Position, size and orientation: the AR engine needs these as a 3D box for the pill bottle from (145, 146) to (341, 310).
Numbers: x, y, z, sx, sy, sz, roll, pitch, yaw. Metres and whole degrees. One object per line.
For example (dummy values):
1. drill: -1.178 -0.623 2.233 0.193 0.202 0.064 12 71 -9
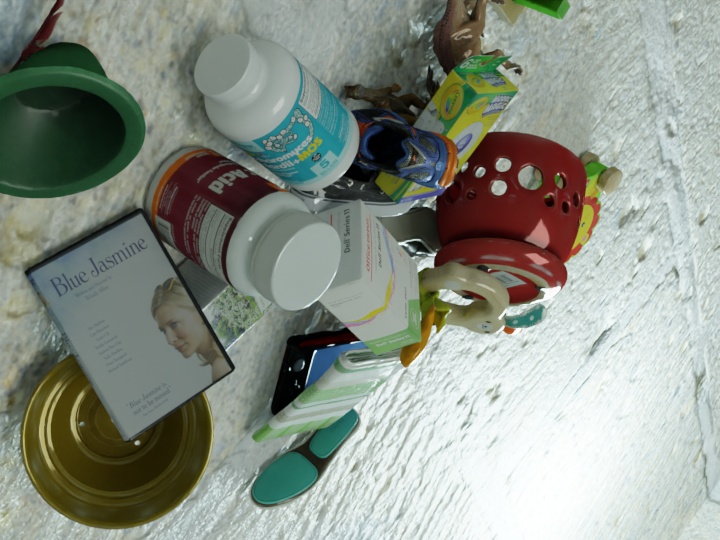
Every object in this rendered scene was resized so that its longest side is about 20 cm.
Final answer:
1. pill bottle: -0.122 -0.044 1.185 0.114 0.199 0.115 -30 135 -35

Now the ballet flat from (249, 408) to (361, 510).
1. ballet flat: -0.072 0.270 1.590 0.200 0.069 0.070 -42 141 -26

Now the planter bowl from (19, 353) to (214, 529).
1. planter bowl: -0.262 0.169 1.229 0.199 0.083 0.202 -2 97 -15

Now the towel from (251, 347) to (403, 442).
1. towel: -0.037 0.157 1.482 0.149 0.031 0.200 -2 148 -50

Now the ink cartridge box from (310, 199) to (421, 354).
1. ink cartridge box: 0.000 0.000 1.346 0.200 0.067 0.118 45 35 -48

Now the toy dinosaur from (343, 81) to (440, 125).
1. toy dinosaur: 0.052 -0.194 1.421 0.200 0.106 0.061 39 52 -51

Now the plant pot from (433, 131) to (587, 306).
1. plant pot: 0.196 -0.059 1.520 0.200 0.199 0.184 42 52 -54

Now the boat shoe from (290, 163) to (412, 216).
1. boat shoe: -0.003 -0.110 1.408 0.199 0.070 0.067 -1 116 -42

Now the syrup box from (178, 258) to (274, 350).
1. syrup box: -0.164 0.030 1.287 0.200 0.081 0.079 -44 140 -22

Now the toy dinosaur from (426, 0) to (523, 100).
1. toy dinosaur: 0.119 -0.275 1.429 0.135 0.086 0.201 -36 133 -20

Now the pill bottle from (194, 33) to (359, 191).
1. pill bottle: -0.091 -0.171 1.213 0.111 0.110 0.200 -58 144 -3

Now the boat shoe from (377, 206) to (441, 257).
1. boat shoe: 0.057 -0.051 1.538 0.199 0.057 0.067 5 74 -56

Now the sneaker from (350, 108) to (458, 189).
1. sneaker: 0.023 -0.148 1.298 0.078 0.199 0.076 10 97 -42

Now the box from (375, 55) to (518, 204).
1. box: 0.112 -0.173 1.374 0.117 0.048 0.201 -17 146 -55

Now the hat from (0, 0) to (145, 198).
1. hat: -0.282 -0.191 1.045 0.199 0.177 0.166 -23 147 12

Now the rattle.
1. rattle: 0.151 0.083 1.462 0.130 0.144 0.200 -33 129 29

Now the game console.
1. game console: 0.000 0.130 1.527 0.199 0.118 0.174 -7 119 -48

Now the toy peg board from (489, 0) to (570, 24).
1. toy peg board: 0.233 -0.435 1.441 0.201 0.098 0.199 -58 145 -4

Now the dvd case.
1. dvd case: -0.232 0.053 1.170 0.142 0.018 0.201 -33 96 -32

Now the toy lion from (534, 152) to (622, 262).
1. toy lion: 0.330 -0.090 1.839 0.199 0.069 0.193 -7 127 -48
